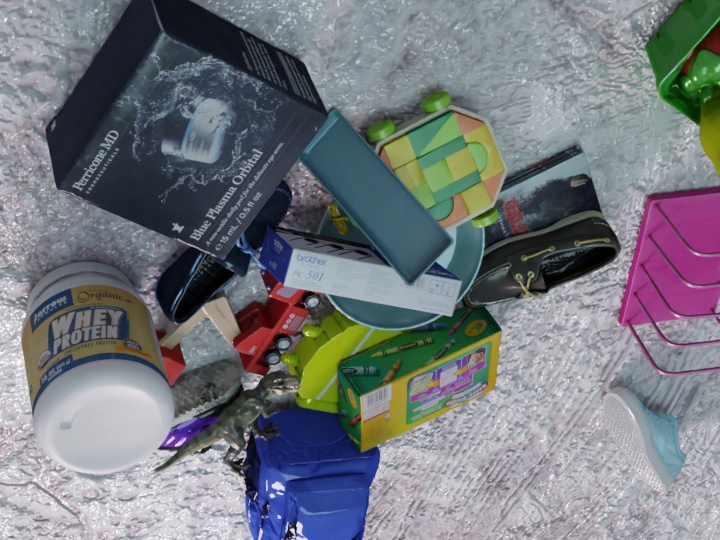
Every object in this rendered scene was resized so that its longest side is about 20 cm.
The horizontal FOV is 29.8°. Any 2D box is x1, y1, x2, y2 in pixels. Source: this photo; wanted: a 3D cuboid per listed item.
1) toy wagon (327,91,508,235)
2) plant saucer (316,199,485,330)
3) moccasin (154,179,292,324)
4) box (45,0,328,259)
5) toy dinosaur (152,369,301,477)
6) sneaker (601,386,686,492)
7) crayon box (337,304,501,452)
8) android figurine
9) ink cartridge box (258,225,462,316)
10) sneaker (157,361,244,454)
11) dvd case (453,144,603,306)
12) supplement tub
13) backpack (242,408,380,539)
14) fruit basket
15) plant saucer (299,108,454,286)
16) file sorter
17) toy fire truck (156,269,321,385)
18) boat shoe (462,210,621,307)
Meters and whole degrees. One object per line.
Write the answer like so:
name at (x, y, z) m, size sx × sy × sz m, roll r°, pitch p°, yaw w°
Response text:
toy wagon at (0.061, -0.094, 1.475) m, size 0.199 × 0.040 × 0.156 m, roll -28°, pitch 110°, yaw -6°
plant saucer at (0.042, -0.031, 1.535) m, size 0.199 × 0.036 × 0.201 m, roll -5°, pitch 111°, yaw -12°
moccasin at (-0.141, -0.015, 1.483) m, size 0.080 × 0.068 × 0.200 m, roll 29°, pitch 111°, yaw -35°
box at (-0.173, -0.145, 1.338) m, size 0.199 × 0.118 × 0.197 m, roll 24°, pitch 116°, yaw -32°
toy dinosaur at (-0.144, 0.190, 1.591) m, size 0.200 × 0.048 × 0.088 m, roll -38°, pitch 130°, yaw 1°
sneaker at (0.399, 0.217, 1.886) m, size 0.082 × 0.074 × 0.200 m, roll -47°, pitch 130°, yaw -21°
crayon box at (0.072, 0.128, 1.636) m, size 0.199 × 0.058 × 0.119 m, roll -23°, pitch 143°, yaw -19°
android figurine at (-0.009, 0.102, 1.622) m, size 0.199 × 0.041 × 0.182 m, roll 12°, pitch 123°, yaw -45°
ink cartridge box at (0.000, 0.000, 1.454) m, size 0.199 × 0.094 × 0.044 m, roll 11°, pitch 103°, yaw -24°
sneaker at (-0.224, 0.191, 1.617) m, size 0.199 × 0.070 × 0.100 m, roll -21°, pitch 134°, yaw -3°
dvd case at (0.190, -0.051, 1.612) m, size 0.199 × 0.022 × 0.146 m, roll -24°, pitch 131°, yaw 1°
supplement tub at (-0.282, 0.099, 1.434) m, size 0.144 × 0.200 × 0.145 m, roll -11°, pitch 130°, yaw -13°
backpack at (-0.068, 0.290, 1.694) m, size 0.162 × 0.168 × 0.201 m, roll 1°, pitch 130°, yaw -13°
fruit basket at (0.421, -0.187, 1.473) m, size 0.215 × 0.216 × 0.156 m, roll 26°, pitch 115°, yaw -35°
plant saucer at (0.015, -0.078, 1.429) m, size 0.070 × 0.200 × 0.019 m, roll -46°, pitch 163°, yaw 17°
file sorter at (0.426, 0.016, 1.685) m, size 0.138 × 0.126 × 0.201 m, roll -7°, pitch 129°, yaw -15°
toy fire truck at (-0.146, 0.059, 1.555) m, size 0.141 × 0.049 × 0.200 m, roll 19°, pitch 119°, yaw -32°
boat shoe at (0.209, -0.005, 1.601) m, size 0.200 × 0.061 × 0.072 m, roll -25°, pitch 131°, yaw 1°
